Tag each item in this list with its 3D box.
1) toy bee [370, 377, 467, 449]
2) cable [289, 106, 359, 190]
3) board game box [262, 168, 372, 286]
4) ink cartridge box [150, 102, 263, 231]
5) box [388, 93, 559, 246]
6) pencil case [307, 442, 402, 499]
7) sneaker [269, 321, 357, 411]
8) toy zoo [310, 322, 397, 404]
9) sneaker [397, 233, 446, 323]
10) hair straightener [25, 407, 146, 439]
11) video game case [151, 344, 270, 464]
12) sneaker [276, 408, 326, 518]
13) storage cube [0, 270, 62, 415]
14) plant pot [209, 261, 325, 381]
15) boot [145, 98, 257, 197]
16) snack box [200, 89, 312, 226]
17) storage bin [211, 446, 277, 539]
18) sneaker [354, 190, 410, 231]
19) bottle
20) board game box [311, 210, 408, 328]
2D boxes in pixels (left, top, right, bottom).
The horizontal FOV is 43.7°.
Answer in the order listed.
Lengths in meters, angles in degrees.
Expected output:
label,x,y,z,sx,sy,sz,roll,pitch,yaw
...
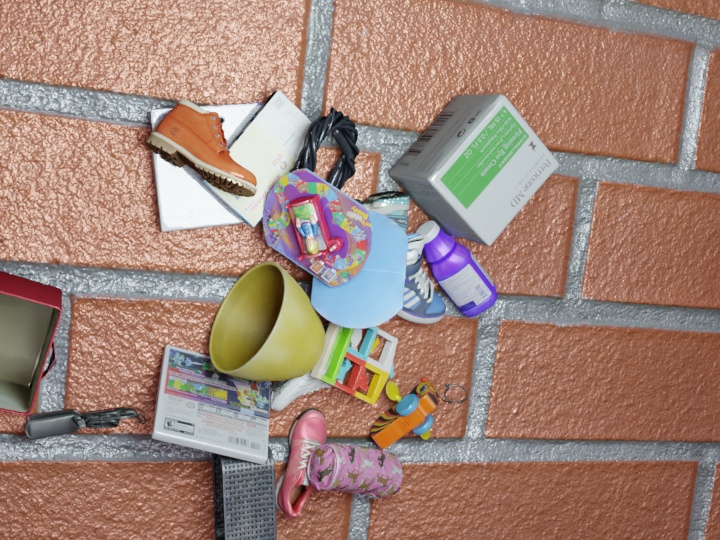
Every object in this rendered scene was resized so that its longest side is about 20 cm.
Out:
label,x,y,z,sx,sy,sz,roll,pitch,yaw
toy bee,0.111,0.258,1.691,0.196,0.109,0.133,-13,112,9
cable,-0.054,-0.183,1.521,0.162,0.051,0.202,-27,142,-44
board game box,-0.078,-0.064,1.455,0.198,0.039,0.159,33,119,8
ink cartridge box,-0.252,-0.176,1.520,0.196,0.041,0.204,-6,100,-18
box,0.196,-0.180,1.585,0.171,0.200,0.200,44,84,-21
pencil case,-0.009,0.365,1.629,0.199,0.082,0.088,22,49,-46
sneaker,-0.078,0.190,1.620,0.200,0.078,0.100,-44,112,-6
toy zoo,0.001,0.161,1.626,0.199,0.020,0.133,33,74,-45
sneaker,0.098,0.007,1.611,0.197,0.081,0.147,24,130,-17
hair straightener,-0.458,0.259,1.501,0.196,0.077,0.042,1,97,-18
video game case,-0.249,0.227,1.527,0.197,0.184,0.023,18,132,-20
sneaker,-0.098,0.355,1.631,0.073,0.087,0.204,15,93,-20
storage cube,-0.568,0.100,1.386,0.197,0.179,0.174,18,93,-21
plant pot,-0.142,0.107,1.535,0.141,0.199,0.202,32,88,-34
boot,-0.235,-0.198,1.436,0.198,0.075,0.108,31,76,6
snack box,-0.162,-0.188,1.509,0.116,0.037,0.201,42,82,-19
storage bin,-0.205,0.402,1.576,0.092,0.135,0.204,-4,100,-17
sneaker,0.000,-0.083,1.602,0.196,0.078,0.088,-11,105,-16
bottle,0.174,-0.005,1.661,0.083,0.066,0.200,-31,117,20
board game box,0.000,0.000,1.533,0.155,0.039,0.204,4,80,3
